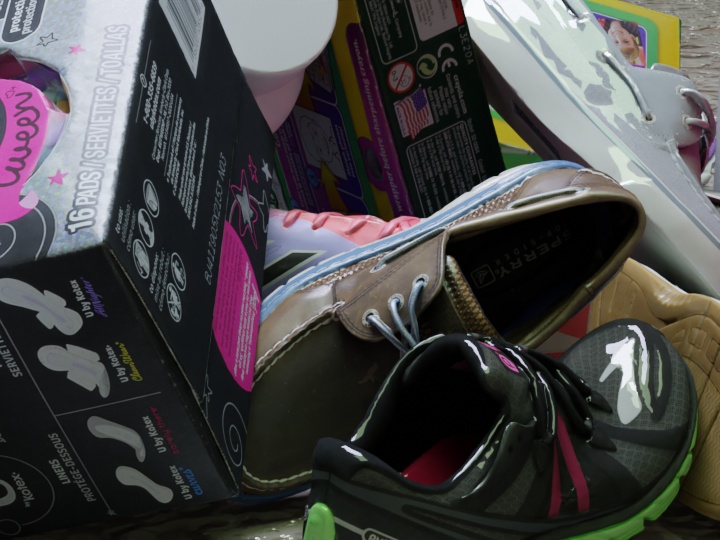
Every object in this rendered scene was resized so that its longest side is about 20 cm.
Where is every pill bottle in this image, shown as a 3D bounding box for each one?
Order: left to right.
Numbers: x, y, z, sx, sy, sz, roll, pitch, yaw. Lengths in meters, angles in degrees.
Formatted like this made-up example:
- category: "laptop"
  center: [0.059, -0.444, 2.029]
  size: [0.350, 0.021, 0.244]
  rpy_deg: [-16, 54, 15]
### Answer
- category: "pill bottle"
  center: [-0.093, -0.089, 1.026]
  size: [0.111, 0.113, 0.200]
  rpy_deg: [-10, -13, -34]

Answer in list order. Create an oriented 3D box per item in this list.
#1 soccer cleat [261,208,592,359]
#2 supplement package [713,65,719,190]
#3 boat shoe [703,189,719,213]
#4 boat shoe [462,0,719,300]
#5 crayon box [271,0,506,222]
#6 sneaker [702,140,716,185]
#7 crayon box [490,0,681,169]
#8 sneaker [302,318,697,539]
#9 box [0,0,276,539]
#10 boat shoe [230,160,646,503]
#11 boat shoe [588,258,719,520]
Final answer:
- category: "soccer cleat"
  center: [0.000, 0.000, 0.960]
  size: [0.198, 0.077, 0.067]
  rpy_deg: [20, 24, -2]
- category: "supplement package"
  center: [0.308, -0.080, 1.287]
  size: [0.199, 0.118, 0.117]
  rpy_deg: [-9, 18, -33]
- category: "boat shoe"
  center: [0.162, -0.007, 1.065]
  size: [0.198, 0.067, 0.057]
  rpy_deg: [18, 45, 15]
- category: "boat shoe"
  center: [0.117, -0.066, 1.014]
  size: [0.071, 0.070, 0.201]
  rpy_deg: [-36, 67, -7]
- category: "crayon box"
  center: [-0.004, -0.075, 1.087]
  size: [0.058, 0.201, 0.172]
  rpy_deg: [-26, 26, -21]
- category: "sneaker"
  center: [0.122, -0.076, 1.325]
  size: [0.198, 0.084, 0.081]
  rpy_deg: [-6, 17, -27]
- category: "crayon box"
  center: [0.074, -0.100, 1.246]
  size: [0.198, 0.120, 0.058]
  rpy_deg: [14, -33, -14]
- category: "sneaker"
  center: [0.055, 0.057, 0.804]
  size: [0.076, 0.084, 0.199]
  rpy_deg: [15, 29, 36]
- category: "box"
  center: [-0.110, -0.021, 0.850]
  size: [0.114, 0.133, 0.201]
  rpy_deg: [-13, 41, 14]
- category: "boat shoe"
  center: [0.023, 0.018, 0.874]
  size: [0.200, 0.073, 0.072]
  rpy_deg: [-37, 12, -17]
- category: "boat shoe"
  center: [0.147, 0.046, 0.909]
  size: [0.069, 0.071, 0.200]
  rpy_deg: [18, 15, -17]
